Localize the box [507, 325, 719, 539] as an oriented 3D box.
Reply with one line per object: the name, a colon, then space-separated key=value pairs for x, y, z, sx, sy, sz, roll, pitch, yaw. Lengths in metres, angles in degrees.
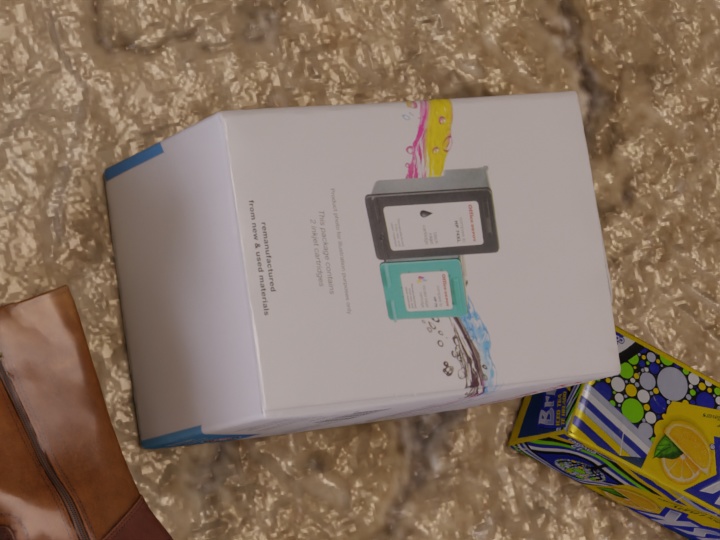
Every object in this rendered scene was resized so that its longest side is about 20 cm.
box: x=0.184 y=0.103 z=1.431 sx=0.200 sy=0.064 sz=0.070 roll=28 pitch=69 yaw=-21

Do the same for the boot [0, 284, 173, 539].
boot: x=-0.176 y=0.123 z=1.235 sx=0.188 sy=0.068 sz=0.200 roll=-25 pitch=93 yaw=-29

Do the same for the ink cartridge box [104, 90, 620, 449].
ink cartridge box: x=0.000 y=0.000 z=1.304 sx=0.200 sy=0.147 sz=0.146 roll=-5 pitch=83 yaw=-29
